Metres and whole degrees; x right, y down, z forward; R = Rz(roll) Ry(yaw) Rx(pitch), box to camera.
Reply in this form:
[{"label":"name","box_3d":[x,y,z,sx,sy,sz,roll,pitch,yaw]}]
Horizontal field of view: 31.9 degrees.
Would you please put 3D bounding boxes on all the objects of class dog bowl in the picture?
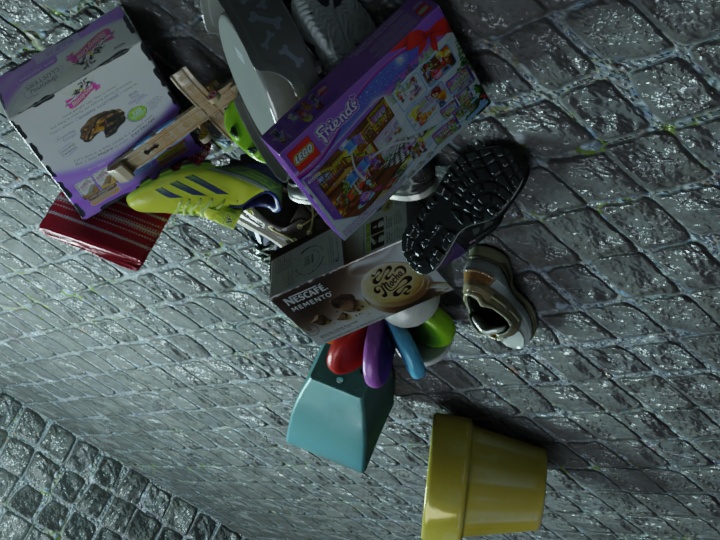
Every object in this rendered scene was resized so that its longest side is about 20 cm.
[{"label":"dog bowl","box_3d":[-0.089,-0.190,1.227,0.201,0.058,0.201,60,168,22]}]

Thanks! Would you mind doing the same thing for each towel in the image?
[{"label":"towel","box_3d":[-0.284,-0.101,1.537,0.143,0.201,0.023,19,150,12]}]

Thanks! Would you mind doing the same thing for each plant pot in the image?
[{"label":"plant pot","box_3d":[-0.028,0.193,1.983,0.140,0.142,0.201,20,148,9]},{"label":"plant pot","box_3d":[0.198,0.337,2.010,0.186,0.203,0.201,5,154,4]}]

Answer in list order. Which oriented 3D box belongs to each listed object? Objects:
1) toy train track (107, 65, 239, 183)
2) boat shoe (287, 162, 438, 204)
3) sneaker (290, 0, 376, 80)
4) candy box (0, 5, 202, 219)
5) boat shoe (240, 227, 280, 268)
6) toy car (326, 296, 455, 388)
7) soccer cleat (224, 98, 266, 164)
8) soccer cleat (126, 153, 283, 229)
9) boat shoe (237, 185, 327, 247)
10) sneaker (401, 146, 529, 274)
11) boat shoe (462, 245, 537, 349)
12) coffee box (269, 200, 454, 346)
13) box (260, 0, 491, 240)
[{"label":"toy train track","box_3d":[-0.201,-0.154,1.412,0.199,0.033,0.115,-32,131,16]},{"label":"boat shoe","box_3d":[-0.004,-0.115,1.423,0.198,0.067,0.057,1,128,33]},{"label":"sneaker","box_3d":[-0.028,-0.194,1.249,0.129,0.080,0.198,-12,148,41]},{"label":"candy box","box_3d":[-0.295,-0.175,1.435,0.072,0.167,0.201,56,175,34]},{"label":"boat shoe","box_3d":[-0.110,-0.026,1.697,0.074,0.062,0.200,9,151,35]},{"label":"toy car","box_3d":[0.024,0.080,1.676,0.198,0.151,0.176,15,154,21]},{"label":"soccer cleat","box_3d":[-0.058,-0.135,1.363,0.198,0.068,0.081,23,-173,22]},{"label":"soccer cleat","box_3d":[-0.179,-0.087,1.498,0.198,0.085,0.065,-13,177,-31]},{"label":"boat shoe","box_3d":[-0.083,-0.064,1.585,0.198,0.072,0.060,27,158,7]},{"label":"sneaker","box_3d":[0.128,-0.076,1.379,0.200,0.087,0.076,-43,71,45]},{"label":"boat shoe","box_3d":[0.166,0.051,1.579,0.074,0.069,0.200,10,152,31]},{"label":"coffee box","box_3d":[0.000,0.000,1.525,0.198,0.080,0.113,-23,134,23]},{"label":"box","box_3d":[0.018,-0.142,1.178,0.039,0.200,0.137,43,174,43]}]
